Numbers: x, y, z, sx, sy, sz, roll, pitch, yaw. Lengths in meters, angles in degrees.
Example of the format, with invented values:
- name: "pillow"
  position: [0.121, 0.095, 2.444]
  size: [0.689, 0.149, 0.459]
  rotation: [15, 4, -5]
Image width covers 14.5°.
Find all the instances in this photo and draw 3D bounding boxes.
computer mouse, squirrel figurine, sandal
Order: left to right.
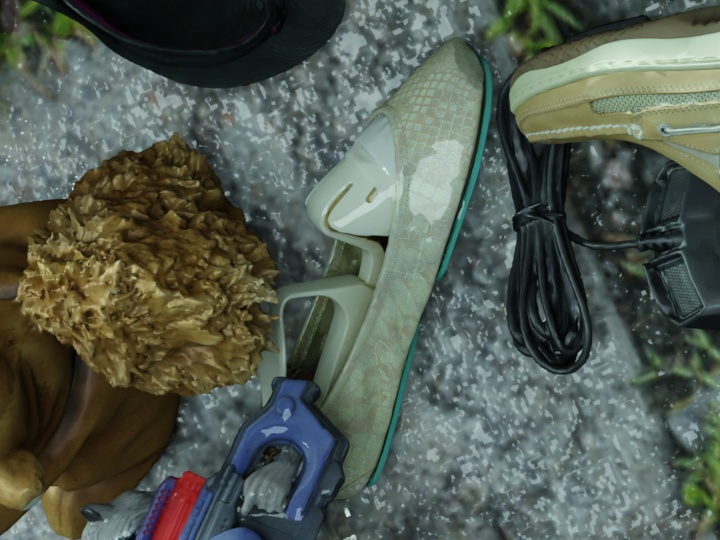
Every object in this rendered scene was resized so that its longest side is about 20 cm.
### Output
- name: "squirrel figurine"
  position: [-0.129, 0.028, 1.128]
  size: [0.200, 0.187, 0.142]
  rotation: [-38, 87, 15]
- name: "sandal"
  position: [-0.082, -0.112, 1.106]
  size: [0.048, 0.200, 0.076]
  rotation: [46, 112, 45]
- name: "computer mouse"
  position: [0.151, -0.038, 1.133]
  size: [0.199, 0.046, 0.141]
  rotation: [-12, 74, 10]

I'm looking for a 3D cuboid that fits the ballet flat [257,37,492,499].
- name: "ballet flat"
  position: [0.000, 0.000, 1.151]
  size: [0.062, 0.067, 0.201]
  rotation: [10, 102, -24]

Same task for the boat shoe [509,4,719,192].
- name: "boat shoe"
  position: [0.133, -0.059, 1.046]
  size: [0.199, 0.071, 0.077]
  rotation: [-12, 90, 52]

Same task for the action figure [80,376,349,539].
- name: "action figure"
  position: [-0.036, 0.158, 1.123]
  size: [0.193, 0.105, 0.201]
  rotation: [31, 75, 7]
